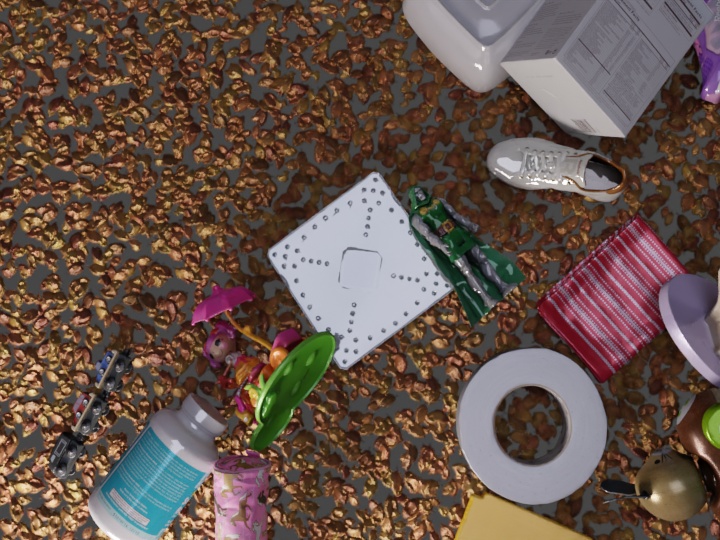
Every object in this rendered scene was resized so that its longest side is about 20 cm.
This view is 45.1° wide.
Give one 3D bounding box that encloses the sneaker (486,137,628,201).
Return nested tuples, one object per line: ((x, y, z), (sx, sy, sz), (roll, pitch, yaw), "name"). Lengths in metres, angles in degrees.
((0.272, -0.147, 1.193), (0.195, 0.085, 0.075), (10, 86, 6), "sneaker")

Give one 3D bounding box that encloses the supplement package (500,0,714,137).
((0.322, -0.306, 1.149), (0.150, 0.152, 0.202), (38, 87, -21), "supplement package")

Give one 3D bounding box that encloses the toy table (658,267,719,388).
((0.494, 0.071, 1.111), (0.198, 0.117, 0.186), (33, 58, -9), "toy table")

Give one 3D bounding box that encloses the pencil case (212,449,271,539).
((-0.155, 0.348, 1.155), (0.081, 0.086, 0.206), (-2, 93, -16), "pencil case")

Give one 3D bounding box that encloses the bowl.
((0.177, -0.386, 1.231), (0.199, 0.075, 0.201), (-42, 81, -2), "bowl")

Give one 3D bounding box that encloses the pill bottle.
((-0.266, 0.266, 1.171), (0.110, 0.111, 0.201), (39, 88, 7), "pill bottle")

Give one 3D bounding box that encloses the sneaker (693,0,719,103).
((0.486, -0.332, 1.206), (0.086, 0.081, 0.205), (11, 80, 12), "sneaker")

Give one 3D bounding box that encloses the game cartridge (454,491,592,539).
((0.198, 0.421, 1.166), (0.173, 0.032, 0.204), (22, 83, 6), "game cartridge")

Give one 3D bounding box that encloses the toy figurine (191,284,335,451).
((-0.157, 0.112, 1.189), (0.183, 0.149, 0.203), (38, 118, 21), "toy figurine")

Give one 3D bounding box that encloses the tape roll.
((0.227, 0.206, 1.167), (0.195, 0.066, 0.206), (0, 84, 3), "tape roll")

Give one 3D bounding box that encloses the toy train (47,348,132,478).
((-0.383, 0.197, 1.227), (0.045, 0.034, 0.203), (28, 87, 19), "toy train")

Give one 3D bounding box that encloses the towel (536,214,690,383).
((0.357, 0.039, 1.198), (0.199, 0.022, 0.145), (-41, 84, -1), "towel")

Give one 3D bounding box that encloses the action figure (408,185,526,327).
((0.131, -0.037, 1.197), (0.117, 0.055, 0.201), (-36, 80, -28), "action figure")

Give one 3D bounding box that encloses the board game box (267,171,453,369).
((0.000, 0.000, 1.224), (0.198, 0.026, 0.202), (-35, 83, 0), "board game box")

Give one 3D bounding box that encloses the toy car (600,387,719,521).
((0.402, 0.253, 1.113), (0.196, 0.164, 0.161), (-20, 83, 14), "toy car")
